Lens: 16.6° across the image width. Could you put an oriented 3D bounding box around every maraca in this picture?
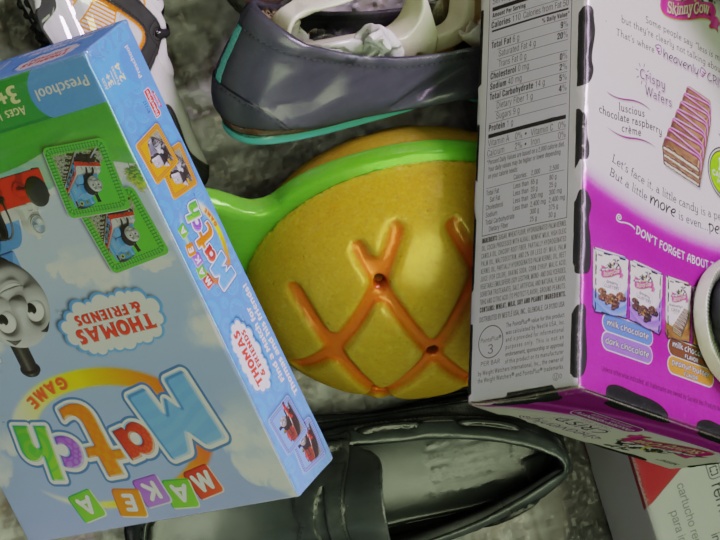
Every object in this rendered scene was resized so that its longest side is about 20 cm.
[{"bbox_3d":[0.000,0.000,1.046,0.199,0.107,0.138,-8,134,-6],"label":"maraca"}]

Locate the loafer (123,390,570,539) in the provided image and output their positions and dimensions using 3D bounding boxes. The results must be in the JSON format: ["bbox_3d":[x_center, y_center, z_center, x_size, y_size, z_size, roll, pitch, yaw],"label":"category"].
[{"bbox_3d":[-0.005,0.097,1.086,0.199,0.070,0.068,-14,104,-11],"label":"loafer"}]

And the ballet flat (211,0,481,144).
[{"bbox_3d":[0.030,-0.099,1.033,0.199,0.073,0.073,-10,105,-29],"label":"ballet flat"}]

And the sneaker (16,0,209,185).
[{"bbox_3d":[-0.104,-0.121,1.013,0.080,0.074,0.201,-29,108,-9],"label":"sneaker"}]

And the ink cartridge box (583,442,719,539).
[{"bbox_3d":[0.205,0.058,1.124,0.199,0.084,0.145,-21,105,-10],"label":"ink cartridge box"}]

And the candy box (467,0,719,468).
[{"bbox_3d":[0.109,-0.031,1.004,0.136,0.061,0.201,20,67,-44],"label":"candy box"}]

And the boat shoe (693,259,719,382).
[{"bbox_3d":[0.221,0.033,1.010,0.199,0.066,0.075,22,69,-36],"label":"boat shoe"}]

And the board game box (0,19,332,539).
[{"bbox_3d":[-0.117,0.011,1.010,0.151,0.037,0.201,-13,111,34],"label":"board game box"}]

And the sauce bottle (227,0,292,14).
[{"bbox_3d":[0.010,-0.190,1.033,0.200,0.065,0.065,-43,108,-4],"label":"sauce bottle"}]
